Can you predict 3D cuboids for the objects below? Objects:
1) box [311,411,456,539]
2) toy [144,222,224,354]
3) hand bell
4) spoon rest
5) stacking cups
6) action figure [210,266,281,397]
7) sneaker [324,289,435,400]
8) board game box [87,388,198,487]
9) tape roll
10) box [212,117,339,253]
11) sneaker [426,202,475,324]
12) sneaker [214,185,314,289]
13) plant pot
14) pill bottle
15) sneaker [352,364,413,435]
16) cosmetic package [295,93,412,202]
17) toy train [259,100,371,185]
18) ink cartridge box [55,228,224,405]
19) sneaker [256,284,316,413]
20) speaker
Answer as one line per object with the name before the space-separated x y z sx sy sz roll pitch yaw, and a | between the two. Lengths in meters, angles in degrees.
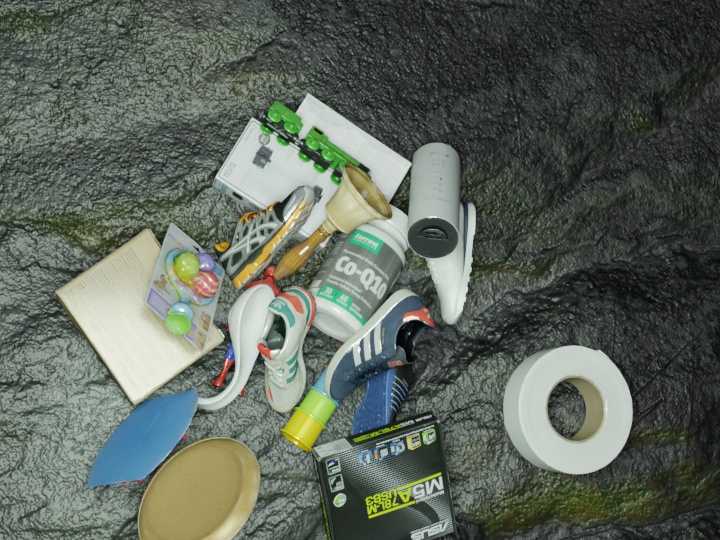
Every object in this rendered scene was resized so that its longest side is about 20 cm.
box | 0.037 0.330 1.558 0.198 0.047 0.196 -14 107 -16
toy | -0.237 0.013 1.491 0.115 0.047 0.201 45 29 -25
hand bell | -0.058 -0.056 1.551 0.200 0.104 0.104 -41 93 19
spoon rest | -0.175 0.113 1.505 0.060 0.099 0.202 22 77 26
stacking cups | -0.049 0.175 1.591 0.060 0.060 0.201 33 72 -7
action figure | -0.167 0.087 1.576 0.065 0.052 0.202 24 78 -14
sneaker | 0.030 0.125 1.518 0.201 0.075 0.085 -51 55 9
board game box | -0.291 0.245 1.457 0.039 0.199 0.159 50 46 -24
tape roll | 0.332 0.222 1.671 0.200 0.071 0.205 2 81 -13
box | -0.116 -0.130 1.615 0.199 0.060 0.118 31 76 -7
sneaker | 0.136 -0.014 1.662 0.079 0.076 0.203 6 74 -4
sneaker | -0.145 -0.060 1.550 0.077 0.078 0.200 47 112 5
plant pot | -0.233 0.324 1.487 0.198 0.027 0.202 -18 120 -34
pill bottle | 0.000 0.000 1.592 0.112 0.113 0.201 32 67 -8
sneaker | 0.043 0.195 1.604 0.077 0.070 0.203 4 98 -48
cosmetic package | -0.025 -0.187 1.651 0.199 0.051 0.083 34 79 -7
toy train | -0.066 -0.186 1.589 0.199 0.042 0.057 35 41 -6
ink cartridge box | -0.322 0.070 1.526 0.164 0.075 0.201 -35 91 -18
sneaker | -0.123 0.123 1.520 0.070 0.093 0.202 22 114 26
speaker | 0.114 -0.110 1.605 0.080 0.082 0.201 19 39 -11
